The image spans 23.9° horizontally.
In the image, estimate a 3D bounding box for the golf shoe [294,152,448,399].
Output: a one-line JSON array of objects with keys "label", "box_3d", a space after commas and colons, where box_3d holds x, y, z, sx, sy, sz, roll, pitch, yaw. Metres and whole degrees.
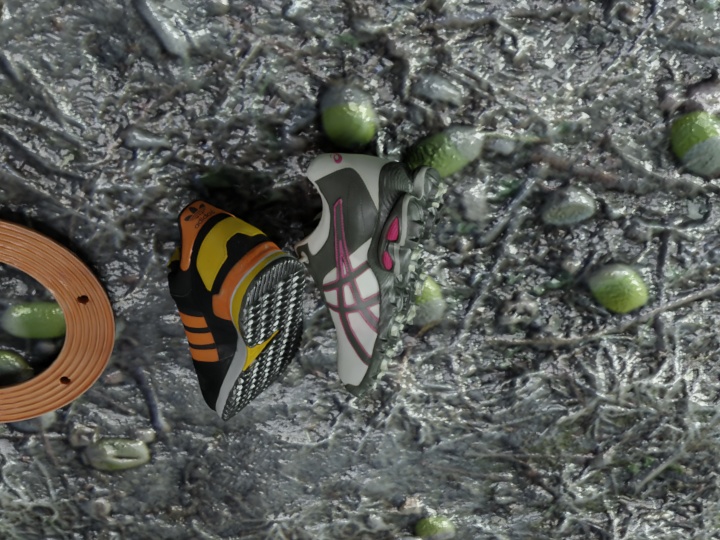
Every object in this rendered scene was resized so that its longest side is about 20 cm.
[{"label": "golf shoe", "box_3d": [0.000, 0.000, 1.154, 0.088, 0.077, 0.201, 20, 132, 9]}]

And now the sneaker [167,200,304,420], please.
[{"label": "sneaker", "box_3d": [-0.092, 0.024, 1.161, 0.090, 0.070, 0.200, 43, 153, 16]}]

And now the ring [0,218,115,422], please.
[{"label": "ring", "box_3d": [-0.271, 0.033, 1.194, 0.199, 0.019, 0.201, -2, 131, -2]}]
